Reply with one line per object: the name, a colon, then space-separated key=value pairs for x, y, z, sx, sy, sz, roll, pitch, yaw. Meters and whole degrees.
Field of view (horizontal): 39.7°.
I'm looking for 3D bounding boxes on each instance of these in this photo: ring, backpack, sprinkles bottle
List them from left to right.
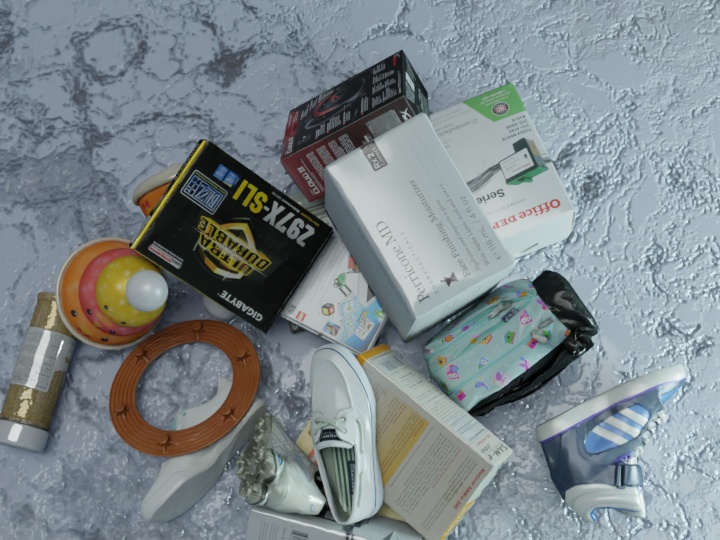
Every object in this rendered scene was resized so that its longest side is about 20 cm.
sprinkles bottle: x=-0.414 y=0.130 z=1.288 sx=0.068 sy=0.068 sz=0.201 roll=10 pitch=73 yaw=10
ring: x=-0.223 y=0.141 z=1.253 sx=0.199 sy=0.019 sz=0.201 roll=-7 pitch=52 yaw=9
backpack: x=0.177 y=0.087 z=1.193 sx=0.200 sy=0.167 sz=0.127 roll=-36 pitch=77 yaw=11

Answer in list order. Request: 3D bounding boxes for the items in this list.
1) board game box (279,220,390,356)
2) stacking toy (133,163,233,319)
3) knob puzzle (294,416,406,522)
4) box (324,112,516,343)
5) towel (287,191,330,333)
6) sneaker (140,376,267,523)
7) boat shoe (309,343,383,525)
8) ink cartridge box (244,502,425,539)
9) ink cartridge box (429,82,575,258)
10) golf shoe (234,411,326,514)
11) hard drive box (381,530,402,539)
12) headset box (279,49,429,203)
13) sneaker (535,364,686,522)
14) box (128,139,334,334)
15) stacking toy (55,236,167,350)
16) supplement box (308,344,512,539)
board game box: x=0.000 y=0.000 z=1.271 sx=0.126 sy=0.035 sz=0.201 roll=27 pitch=80 yaw=13
stacking toy: x=-0.199 y=-0.035 z=1.291 sx=0.145 sy=0.146 sz=0.201 roll=-19 pitch=85 yaw=0
knob puzzle: x=0.012 y=0.252 z=1.217 sx=0.218 sy=0.030 sz=0.221 roll=-2 pitch=71 yaw=6
box: x=0.061 y=-0.041 z=1.153 sx=0.130 sy=0.200 sz=0.199 roll=-30 pitch=81 yaw=-7
towel: x=-0.019 y=-0.030 z=1.312 sx=0.199 sy=0.035 sz=0.193 roll=-15 pitch=70 yaw=1
sneaker: x=-0.210 y=0.220 z=1.239 sx=0.088 sy=0.075 sz=0.200 roll=35 pitch=69 yaw=21
boat shoe: x=-0.019 y=0.182 z=1.106 sx=0.073 sy=0.067 sz=0.201 roll=-17 pitch=88 yaw=27
ink cartridge box: x=-0.034 y=0.349 z=1.140 sx=0.199 sy=0.083 sz=0.146 roll=13 pitch=98 yaw=10
ink cartridge box: x=0.172 y=-0.119 z=1.292 sx=0.146 sy=0.084 sz=0.201 roll=-22 pitch=70 yaw=-1
golf shoe: x=-0.091 y=0.234 z=1.167 sx=0.097 sy=0.200 sz=0.079 roll=27 pitch=98 yaw=-13
hard drive box: x=0.001 y=0.402 z=1.055 sx=0.200 sy=0.077 sz=0.156 roll=-39 pitch=87 yaw=14
headset box: x=-0.014 y=-0.182 z=1.282 sx=0.199 sy=0.075 sz=0.149 roll=-26 pitch=30 yaw=17
sneaker: x=0.318 y=0.212 z=1.175 sx=0.199 sy=0.081 sz=0.147 roll=-24 pitch=79 yaw=-5
box: x=-0.156 y=-0.041 z=1.225 sx=0.200 sy=0.049 sz=0.160 roll=35 pitch=85 yaw=-19
stacking toy: x=-0.286 y=0.024 z=1.224 sx=0.145 sy=0.200 sz=0.147 roll=2 pitch=85 yaw=-27
supplement box: x=0.056 y=0.198 z=1.151 sx=0.200 sy=0.073 sz=0.126 roll=39 pitch=111 yaw=17
